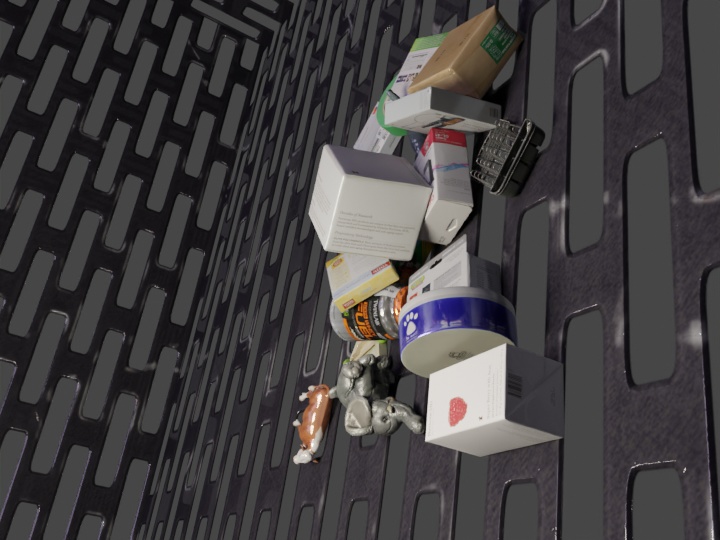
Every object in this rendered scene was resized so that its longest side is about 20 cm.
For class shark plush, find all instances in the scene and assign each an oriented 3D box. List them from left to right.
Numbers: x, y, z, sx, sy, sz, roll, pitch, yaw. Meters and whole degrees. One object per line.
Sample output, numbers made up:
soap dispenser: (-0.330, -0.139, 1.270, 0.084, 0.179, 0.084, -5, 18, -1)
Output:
shark plush: (0.126, -0.357, 1.760, 0.091, 0.083, 0.200, -27, 84, 47)

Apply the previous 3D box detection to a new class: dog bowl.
dog bowl: (0.164, 0.111, 1.242, 0.200, 0.200, 0.079, -42, 37, 45)

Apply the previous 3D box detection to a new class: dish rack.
dish rack: (0.279, -0.230, 1.458, 0.154, 0.054, 0.200, -64, 24, 10)

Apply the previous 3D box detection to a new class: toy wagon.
toy wagon: (0.015, 0.232, 1.661, 0.155, 0.039, 0.200, -47, 33, 41)

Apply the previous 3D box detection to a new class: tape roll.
tape roll: (0.127, -0.446, 1.910, 0.200, 0.048, 0.201, -32, 42, 34)

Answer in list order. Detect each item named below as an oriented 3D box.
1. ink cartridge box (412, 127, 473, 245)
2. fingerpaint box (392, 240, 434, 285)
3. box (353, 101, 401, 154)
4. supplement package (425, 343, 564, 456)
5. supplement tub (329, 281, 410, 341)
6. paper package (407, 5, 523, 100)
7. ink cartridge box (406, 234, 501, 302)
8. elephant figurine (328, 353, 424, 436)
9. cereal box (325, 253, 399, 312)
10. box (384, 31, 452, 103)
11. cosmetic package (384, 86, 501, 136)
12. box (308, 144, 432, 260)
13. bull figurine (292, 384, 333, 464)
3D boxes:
ink cartridge box: (0.170, -0.180, 1.563, 0.148, 0.085, 0.200, 116, 160, -53)
fingerpaint box: (0.085, -0.055, 1.702, 0.167, 0.073, 0.200, -65, 25, 11)
box: (0.053, -0.378, 2.071, 0.156, 0.041, 0.200, -60, 26, 16)
supplement package: (0.209, 0.211, 1.164, 0.200, 0.120, 0.122, -35, 41, 52)
supplement tub: (0.041, 0.089, 1.578, 0.200, 0.122, 0.123, -9, 61, 43)
paper package: (0.229, -0.452, 1.616, 0.200, 0.103, 0.191, -55, 20, -18)
ink cartridge box: (0.175, 0.056, 1.406, 0.200, 0.084, 0.176, -39, 38, 48)
elephant figurine: (0.029, 0.282, 1.494, 0.155, 0.141, 0.200, 94, 158, -55)
cereal box: (0.000, 0.000, 1.596, 0.144, 0.040, 0.200, -31, 26, 7)
box: (0.154, -0.500, 1.845, 0.144, 0.036, 0.200, 14, 76, 55)
cosmetic package: (0.174, -0.328, 1.551, 0.151, 0.200, 0.052, -1, 85, 56)
box: (0.014, -0.146, 1.555, 0.199, 0.199, 0.172, -117, 37, -59)
bull figurine: (-0.118, 0.372, 1.793, 0.121, 0.065, 0.200, 15, 84, 63)
